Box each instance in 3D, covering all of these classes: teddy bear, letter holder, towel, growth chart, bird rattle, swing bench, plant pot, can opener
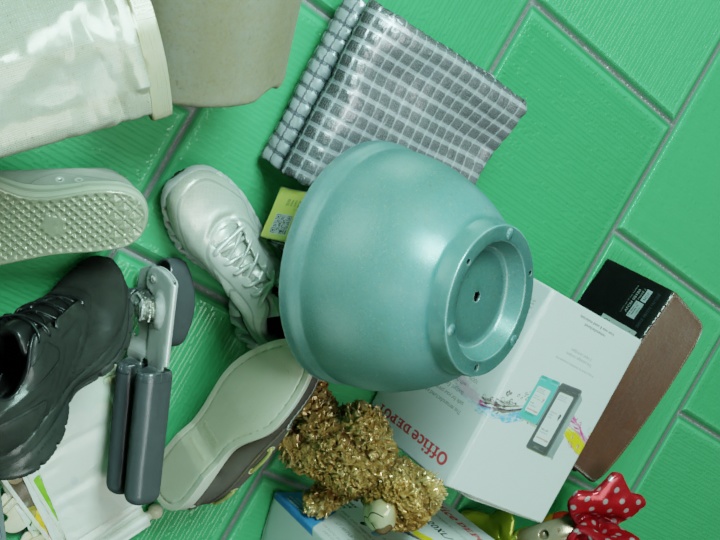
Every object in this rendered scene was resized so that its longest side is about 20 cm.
[{"bbox_3d":[-0.019,0.164,1.152,0.201,0.144,0.067,53,31,-10],"label":"teddy bear"},{"bbox_3d":[0.268,0.119,1.376,0.201,0.100,0.142,-54,130,-4],"label":"letter holder"},{"bbox_3d":[0.035,-0.121,1.127,0.199,0.085,0.167,23,96,-38],"label":"towel"},{"bbox_3d":[-0.240,0.167,1.100,0.144,0.018,0.202,-22,120,-25],"label":"growth chart"},{"bbox_3d":[0.208,0.274,1.375,0.199,0.114,0.163,-29,157,15],"label":"bird rattle"},{"bbox_3d":[-0.255,-0.155,0.842,0.197,0.200,0.131,-20,119,-26],"label":"swing bench"},{"bbox_3d":[-0.112,-0.225,0.933,0.199,0.200,0.185,-12,126,-30],"label":"plant pot"},{"bbox_3d":[-0.169,0.092,1.079,0.066,0.052,0.202,2,101,-45],"label":"can opener"},{"bbox_3d":[0.051,0.008,1.029,0.199,0.133,0.203,-22,119,-46],"label":"plant pot"}]

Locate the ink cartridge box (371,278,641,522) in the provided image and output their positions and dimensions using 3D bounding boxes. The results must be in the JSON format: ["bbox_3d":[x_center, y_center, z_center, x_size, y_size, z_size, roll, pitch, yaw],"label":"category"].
[{"bbox_3d":[0.132,0.105,1.247,0.145,0.146,0.201,26,94,-39],"label":"ink cartridge box"}]

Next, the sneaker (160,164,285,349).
[{"bbox_3d":[-0.094,-0.004,1.091,0.075,0.081,0.201,-40,125,-12],"label":"sneaker"}]

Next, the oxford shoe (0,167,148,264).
[{"bbox_3d":[-0.259,-0.046,0.980,0.198,0.058,0.076,-2,117,-18],"label":"oxford shoe"}]

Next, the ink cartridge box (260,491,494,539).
[{"bbox_3d":[0.017,0.306,1.250,0.198,0.147,0.146,7,105,-36],"label":"ink cartridge box"}]

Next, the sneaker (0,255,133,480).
[{"bbox_3d":[-0.233,0.055,0.975,0.091,0.075,0.201,75,28,-43],"label":"sneaker"}]

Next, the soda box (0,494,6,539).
[{"bbox_3d":[-0.317,0.114,0.994,0.063,0.068,0.202,-13,116,-29],"label":"soda box"}]

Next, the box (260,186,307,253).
[{"bbox_3d":[0.000,0.000,1.131,0.200,0.075,0.051,42,66,-51],"label":"box"}]

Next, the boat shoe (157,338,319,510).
[{"bbox_3d":[-0.097,0.132,1.113,0.200,0.072,0.059,-48,148,21],"label":"boat shoe"}]
